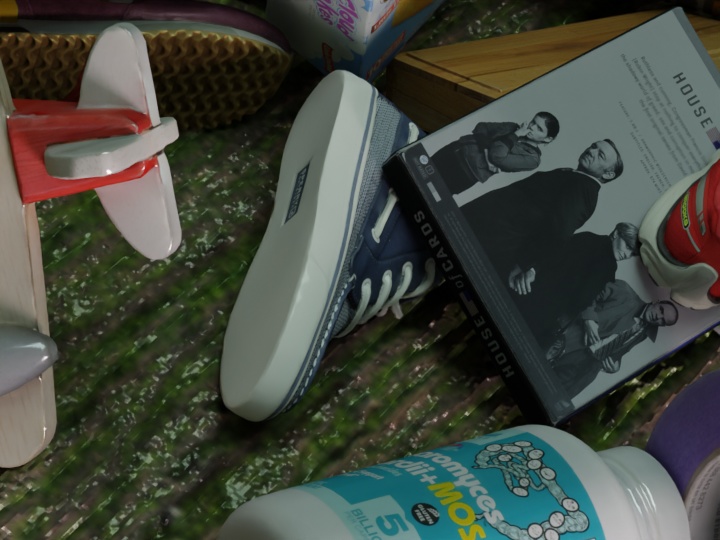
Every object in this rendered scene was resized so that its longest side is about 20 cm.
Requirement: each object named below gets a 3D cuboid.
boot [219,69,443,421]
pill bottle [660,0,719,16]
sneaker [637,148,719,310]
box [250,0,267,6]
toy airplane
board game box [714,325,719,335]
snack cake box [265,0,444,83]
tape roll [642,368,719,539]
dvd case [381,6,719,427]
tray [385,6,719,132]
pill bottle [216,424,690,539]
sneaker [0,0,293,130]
[{"bbox_3d":[0.000,0.000,1.179,0.090,0.073,0.201,31,53,-21],"label":"boot"},{"bbox_3d":[0.155,-0.216,1.395,0.198,0.117,0.117,15,44,8],"label":"pill bottle"},{"bbox_3d":[0.219,-0.057,1.209,0.077,0.085,0.200,44,59,-7],"label":"sneaker"},{"bbox_3d":[-0.005,-0.272,1.330,0.049,0.199,0.201,23,45,-5],"label":"box"},{"bbox_3d":[-0.175,-0.041,1.044,0.200,0.200,0.141,47,38,18],"label":"toy airplane"},{"bbox_3d":[0.236,-0.001,1.306,0.200,0.034,0.134,45,48,18],"label":"board game box"},{"bbox_3d":[0.039,-0.198,1.262,0.067,0.115,0.200,39,72,9],"label":"snack cake box"},{"bbox_3d":[0.207,0.133,1.052,0.084,0.201,0.201,-10,54,-30],"label":"tape roll"},{"bbox_3d":[0.124,-0.029,1.216,0.199,0.025,0.151,-28,86,-32],"label":"dvd case"},{"bbox_3d":[0.122,-0.103,1.316,0.199,0.037,0.098,-12,24,-33],"label":"tray"},{"bbox_3d":[0.043,0.130,1.047,0.199,0.111,0.111,-12,56,-33],"label":"pill bottle"},{"bbox_3d":[-0.131,-0.126,1.230,0.198,0.075,0.091,2,50,-25],"label":"sneaker"}]
